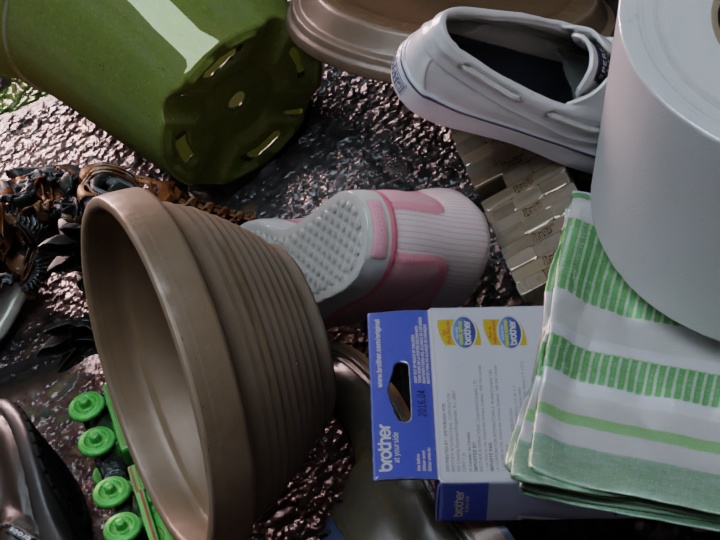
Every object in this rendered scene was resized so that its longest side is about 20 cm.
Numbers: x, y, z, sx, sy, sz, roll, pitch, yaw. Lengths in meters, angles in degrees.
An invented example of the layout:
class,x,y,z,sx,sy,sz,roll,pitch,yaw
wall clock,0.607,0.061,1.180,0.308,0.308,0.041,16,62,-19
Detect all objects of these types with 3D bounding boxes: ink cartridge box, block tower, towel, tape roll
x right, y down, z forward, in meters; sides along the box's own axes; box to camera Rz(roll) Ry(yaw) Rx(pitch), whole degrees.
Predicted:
class,x,y,z,sx,sy,sz,roll,pitch,yaw
ink cartridge box,0.104,0.072,1.426,0.200,0.042,0.119,0,48,-3
block tower,0.097,-0.042,1.570,0.058,0.054,0.200,-28,45,5
towel,0.162,0.044,1.412,0.153,0.023,0.200,9,48,6
tape roll,0.223,-0.076,1.415,0.203,0.139,0.203,1,48,-1

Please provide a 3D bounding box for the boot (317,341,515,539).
class,x,y,z,sx,sy,sz,roll,pitch,yaw
boot,0.002,0.121,1.469,0.097,0.075,0.200,-35,46,-6

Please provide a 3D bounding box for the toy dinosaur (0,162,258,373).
class,x,y,z,sx,sy,sz,roll,pitch,yaw
toy dinosaur,-0.161,-0.028,1.655,0.200,0.102,0.136,-17,37,6

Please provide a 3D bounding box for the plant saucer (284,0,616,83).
class,x,y,z,sx,sy,sz,roll,pitch,yaw
plant saucer,0.055,-0.155,1.635,0.200,0.029,0.200,2,25,-1

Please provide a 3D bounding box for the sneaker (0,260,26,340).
class,x,y,z,sx,sy,sz,roll,pitch,yaw
sneaker,-0.288,0.024,1.715,0.200,0.075,0.105,-35,39,-8

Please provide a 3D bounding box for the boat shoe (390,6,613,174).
class,x,y,z,sx,sy,sz,roll,pitch,yaw
boat shoe,0.118,-0.100,1.520,0.065,0.200,0.074,135,136,-54

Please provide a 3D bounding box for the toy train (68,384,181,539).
class,x,y,z,sx,sy,sz,roll,pitch,yaw
toy train,-0.118,0.134,1.552,0.056,0.042,0.200,-21,44,-2

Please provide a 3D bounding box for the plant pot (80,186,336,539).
class,x,y,z,sx,sy,sz,roll,pitch,yaw
plant pot,-0.074,0.046,1.472,0.093,0.201,0.201,-16,41,-18

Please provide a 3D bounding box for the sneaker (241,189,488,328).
class,x,y,z,sx,sy,sz,roll,pitch,yaw
sneaker,0.000,0.000,1.564,0.200,0.105,0.075,-22,71,59

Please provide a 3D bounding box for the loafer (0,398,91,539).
class,x,y,z,sx,sy,sz,roll,pitch,yaw
loafer,-0.191,0.153,1.550,0.071,0.073,0.200,-28,44,3

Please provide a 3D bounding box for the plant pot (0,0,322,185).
class,x,y,z,sx,sy,sz,roll,pitch,yaw
plant pot,-0.125,-0.152,1.719,0.200,0.200,0.190,-41,58,-8
